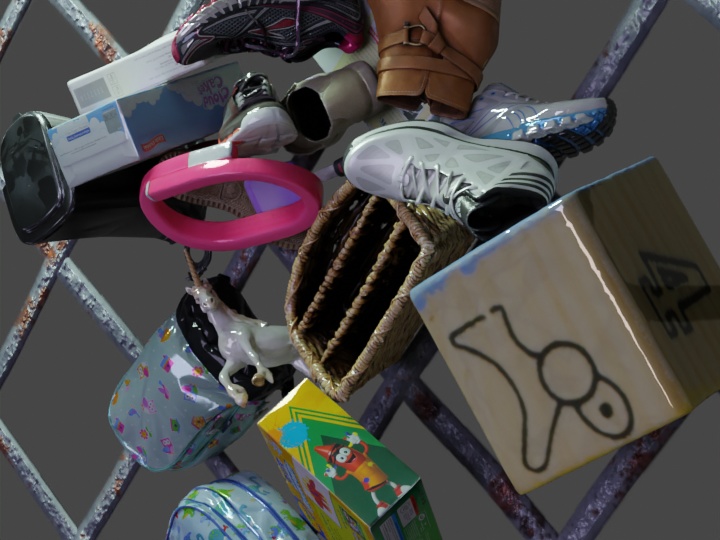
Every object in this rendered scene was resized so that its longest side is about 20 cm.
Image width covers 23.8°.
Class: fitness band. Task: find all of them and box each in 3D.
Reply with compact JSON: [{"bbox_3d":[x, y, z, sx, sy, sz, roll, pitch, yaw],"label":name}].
[{"bbox_3d":[-0.131,-0.070,1.717,0.199,0.143,0.038,-13,57,33],"label":"fitness band"}]

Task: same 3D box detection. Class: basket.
[{"bbox_3d":[0.000,0.000,1.664,0.142,0.149,0.201,37,116,12],"label":"basket"}]

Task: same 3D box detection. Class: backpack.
[{"bbox_3d":[-0.114,0.306,1.803,0.201,0.153,0.164,61,149,35],"label":"backpack"},{"bbox_3d":[-0.181,0.126,1.855,0.167,0.126,0.200,54,125,21],"label":"backpack"}]

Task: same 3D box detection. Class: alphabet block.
[{"bbox_3d":[0.196,0.045,1.467,0.195,0.196,0.201,-31,85,37],"label":"alphabet block"}]

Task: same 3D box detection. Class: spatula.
[{"bbox_3d":[-0.033,-0.099,1.731,0.199,0.021,0.057,-19,98,36],"label":"spatula"}]

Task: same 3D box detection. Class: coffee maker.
[{"bbox_3d":[-0.274,-0.086,1.874,0.192,0.199,0.135,50,125,27],"label":"coffee maker"}]

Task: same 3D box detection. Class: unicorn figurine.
[{"bbox_3d":[-0.102,0.076,1.751,0.074,0.199,0.138,-53,35,27],"label":"unicorn figurine"}]

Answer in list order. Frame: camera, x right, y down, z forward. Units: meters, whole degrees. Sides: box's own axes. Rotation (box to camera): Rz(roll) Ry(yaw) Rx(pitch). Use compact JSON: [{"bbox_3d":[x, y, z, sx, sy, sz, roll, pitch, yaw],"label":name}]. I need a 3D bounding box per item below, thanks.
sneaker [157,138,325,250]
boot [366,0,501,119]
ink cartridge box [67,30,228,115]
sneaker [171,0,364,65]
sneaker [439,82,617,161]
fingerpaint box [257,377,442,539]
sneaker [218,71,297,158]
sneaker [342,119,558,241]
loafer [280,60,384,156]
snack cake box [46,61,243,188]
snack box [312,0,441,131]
[{"bbox_3d":[-0.112,-0.087,1.840,0.199,0.112,0.072,24,106,6],"label":"sneaker"},{"bbox_3d":[0.034,-0.233,1.640,0.198,0.077,0.157,15,77,2],"label":"boot"},{"bbox_3d":[-0.190,-0.237,1.836,0.199,0.176,0.045,-15,103,39],"label":"ink cartridge box"},{"bbox_3d":[-0.090,-0.237,1.684,0.081,0.198,0.075,128,124,-74],"label":"sneaker"},{"bbox_3d":[0.148,-0.144,1.611,0.199,0.075,0.087,-14,65,33],"label":"sneaker"},{"bbox_3d":[-0.002,0.222,1.667,0.073,0.201,0.167,-41,56,-16],"label":"fingerpaint box"},{"bbox_3d":[-0.113,-0.161,1.723,0.200,0.076,0.083,170,92,-78],"label":"sneaker"},{"bbox_3d":[0.076,-0.081,1.524,0.199,0.115,0.076,5,113,8],"label":"sneaker"},{"bbox_3d":[-0.047,-0.163,1.734,0.200,0.068,0.076,-26,87,62],"label":"loafer"},{"bbox_3d":[-0.217,-0.156,1.802,0.114,0.200,0.068,-18,96,38],"label":"snack cake box"},{"bbox_3d":[0.025,-0.217,1.729,0.200,0.037,0.116,53,123,26],"label":"snack box"}]
